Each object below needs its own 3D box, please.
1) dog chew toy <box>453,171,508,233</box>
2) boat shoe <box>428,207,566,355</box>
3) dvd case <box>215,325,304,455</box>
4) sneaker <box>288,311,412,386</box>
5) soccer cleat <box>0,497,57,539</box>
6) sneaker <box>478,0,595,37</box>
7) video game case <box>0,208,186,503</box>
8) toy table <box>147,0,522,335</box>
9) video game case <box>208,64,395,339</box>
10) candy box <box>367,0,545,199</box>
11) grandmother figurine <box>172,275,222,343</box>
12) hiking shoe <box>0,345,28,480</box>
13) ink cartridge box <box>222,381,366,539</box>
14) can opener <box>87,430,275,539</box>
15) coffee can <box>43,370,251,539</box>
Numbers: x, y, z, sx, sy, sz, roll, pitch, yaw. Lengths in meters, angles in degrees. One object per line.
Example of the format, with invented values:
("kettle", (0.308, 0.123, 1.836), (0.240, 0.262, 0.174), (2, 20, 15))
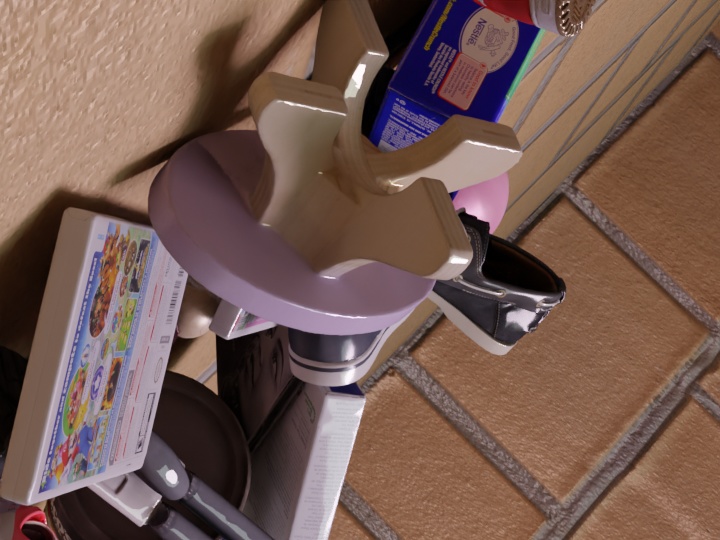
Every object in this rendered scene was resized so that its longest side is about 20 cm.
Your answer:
("dog chew toy", (0.029, -0.045, 1.259), (0.199, 0.125, 0.125), (-36, 171, -14))
("boat shoe", (0.053, -0.022, 0.987), (0.067, 0.199, 0.072), (-36, -147, 32))
("dvd case", (-0.076, 0.052, 1.176), (0.200, 0.016, 0.150), (126, -34, -47))
("sneaker", (0.000, 0.000, 1.042), (0.200, 0.077, 0.081), (-65, 157, -63))
("soccer cleat", (-0.215, 0.160, 0.893), (0.075, 0.068, 0.200), (-12, -171, -10))
("sneaker", (0.074, -0.229, 0.771), (0.071, 0.111, 0.203), (-34, 136, -49))
("video game case", (-0.139, 0.045, 0.822), (0.200, 0.018, 0.145), (17, 87, -82))
("toy table", (-0.007, -0.051, 0.830), (0.199, 0.185, 0.117), (-6, 151, -48))
("video game case", (-0.034, -0.051, 1.016), (0.202, 0.018, 0.143), (-65, 170, 7))
("candy box", (0.068, -0.131, 1.015), (0.170, 0.076, 0.200), (-62, 180, -20))
("grandmother figurine", (-0.156, 0.057, 0.962), (0.199, 0.061, 0.121), (-39, 178, -34))
("hiking shoe", (-0.242, 0.132, 0.784), (0.200, 0.076, 0.101), (-43, 169, -31))
("ink cartridge box", (-0.063, 0.142, 1.185), (0.200, 0.040, 0.202), (-126, -131, -61))
("can opener", (-0.118, 0.166, 1.019), (0.066, 0.200, 0.053), (19, -113, 49))
("coffee can", (-0.173, 0.182, 1.169), (0.146, 0.146, 0.200), (-42, 172, -28))
